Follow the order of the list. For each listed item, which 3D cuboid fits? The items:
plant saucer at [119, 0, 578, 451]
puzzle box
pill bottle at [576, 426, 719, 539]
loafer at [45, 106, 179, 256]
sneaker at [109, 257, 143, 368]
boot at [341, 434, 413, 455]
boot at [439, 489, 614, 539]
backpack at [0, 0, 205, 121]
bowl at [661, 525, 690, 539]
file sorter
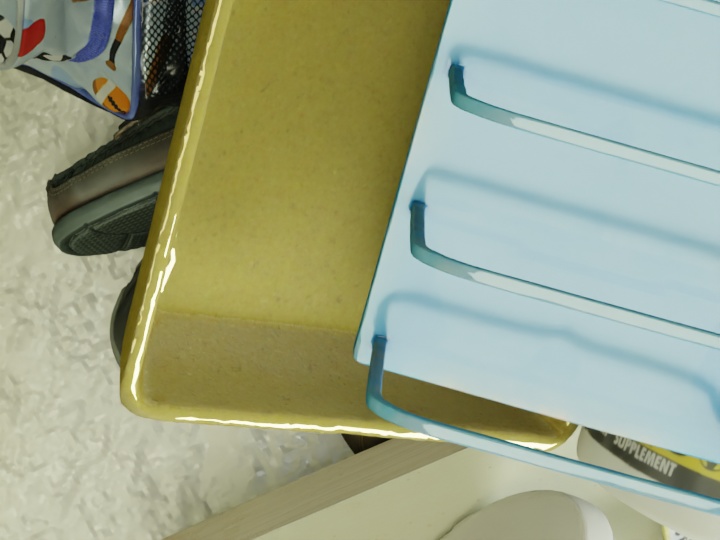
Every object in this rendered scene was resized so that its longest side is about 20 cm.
[{"bbox_3d":[0.012,-0.046,0.988,0.199,0.048,0.201,7,102,-38],"label":"plant saucer"},{"bbox_3d":[0.029,0.121,1.147,0.199,0.025,0.133,-23,126,15],"label":"puzzle box"},{"bbox_3d":[0.158,-0.006,1.022,0.111,0.111,0.201,19,100,-4],"label":"pill bottle"},{"bbox_3d":[-0.030,-0.066,1.123,0.199,0.072,0.063,-21,75,2],"label":"loafer"},{"bbox_3d":[0.000,0.000,1.092,0.199,0.080,0.076,-25,137,6],"label":"sneaker"},{"bbox_3d":[0.086,0.035,1.151,0.199,0.075,0.097,-18,126,1],"label":"boot"},{"bbox_3d":[0.050,0.159,1.126,0.090,0.073,0.200,25,131,-29],"label":"boot"},{"bbox_3d":[-0.099,-0.159,1.010,0.199,0.154,0.192,22,109,40],"label":"backpack"},{"bbox_3d":[0.216,0.079,1.127,0.199,0.094,0.202,1,99,9],"label":"bowl"},{"bbox_3d":[0.089,-0.040,0.901,0.138,0.123,0.201,15,99,-2],"label":"file sorter"}]
